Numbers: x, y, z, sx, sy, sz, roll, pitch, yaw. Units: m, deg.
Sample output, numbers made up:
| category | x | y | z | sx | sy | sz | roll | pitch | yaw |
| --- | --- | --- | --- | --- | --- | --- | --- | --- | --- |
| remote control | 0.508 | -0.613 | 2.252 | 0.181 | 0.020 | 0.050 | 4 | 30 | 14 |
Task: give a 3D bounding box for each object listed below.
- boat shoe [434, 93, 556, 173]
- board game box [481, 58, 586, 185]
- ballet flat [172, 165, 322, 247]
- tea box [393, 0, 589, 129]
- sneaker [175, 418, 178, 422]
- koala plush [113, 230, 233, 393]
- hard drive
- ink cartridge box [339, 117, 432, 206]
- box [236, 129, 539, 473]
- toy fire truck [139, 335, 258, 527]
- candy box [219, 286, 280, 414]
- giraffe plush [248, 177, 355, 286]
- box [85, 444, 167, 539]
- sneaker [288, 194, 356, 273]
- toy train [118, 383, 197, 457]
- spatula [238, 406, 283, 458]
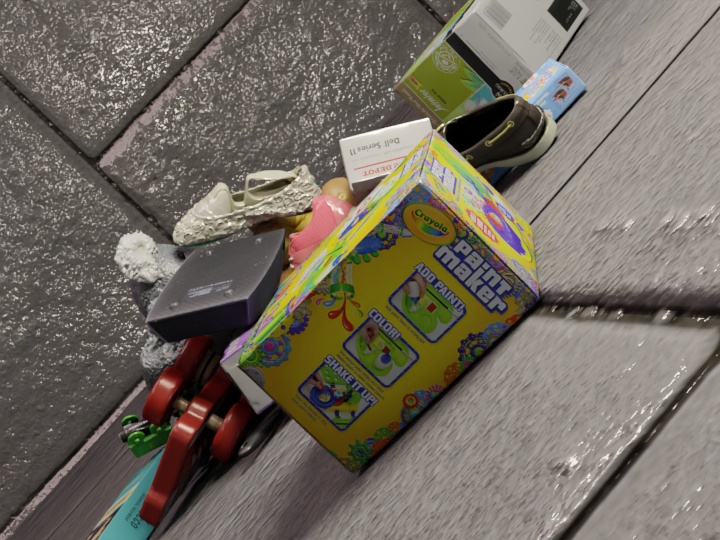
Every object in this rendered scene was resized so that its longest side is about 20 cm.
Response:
| category | x | y | z | sx | sy | sz | roll | pitch | yaw |
| --- | --- | --- | --- | --- | --- | --- | --- | --- | --- |
| boat shoe | 0.109 | -0.134 | 1.303 | 0.200 | 0.060 | 0.072 | -18 | 45 | 44 |
| board game box | 0.161 | -0.149 | 1.395 | 0.200 | 0.037 | 0.151 | -47 | 7 | 11 |
| ballet flat | -0.148 | -0.089 | 1.586 | 0.198 | 0.073 | 0.072 | -17 | 5 | -5 |
| tea box | 0.182 | -0.306 | 1.730 | 0.197 | 0.134 | 0.200 | -40 | 10 | 47 |
| sneaker | -0.166 | 0.146 | 1.677 | 0.200 | 0.079 | 0.096 | -40 | 36 | 9 |
| koala plush | -0.233 | 0.044 | 1.604 | 0.183 | 0.201 | 0.177 | -39 | -25 | 4 |
| hard drive | -0.155 | 0.017 | 1.408 | 0.133 | 0.043 | 0.200 | -13 | 21 | 14 |
| ink cartridge box | 0.038 | -0.131 | 1.532 | 0.116 | 0.068 | 0.200 | -14 | -7 | 1 |
| box | 0.027 | 0.015 | 0.962 | 0.193 | 0.122 | 0.200 | -45 | 7 | 16 |
| toy fire truck | -0.188 | 0.182 | 1.445 | 0.169 | 0.111 | 0.200 | -64 | -3 | 29 |
| candy box | -0.059 | 0.054 | 1.359 | 0.167 | 0.072 | 0.200 | -36 | 9 | 6 |
| giraffe plush | -0.043 | -0.053 | 1.684 | 0.161 | 0.200 | 0.173 | -30 | 46 | 11 |
| box | -0.279 | 0.302 | 1.497 | 0.082 | 0.049 | 0.200 | -42 | 8 | 35 |
| sneaker | -0.059 | -0.008 | 1.589 | 0.201 | 0.086 | 0.074 | -64 | -9 | 19 |
| toy train | -0.206 | 0.172 | 1.557 | 0.198 | 0.057 | 0.042 | -26 | 49 | -8 |
| spatula | -0.087 | 0.141 | 1.349 | 0.056 | 0.021 | 0.200 | -35 | 14 | 33 |
